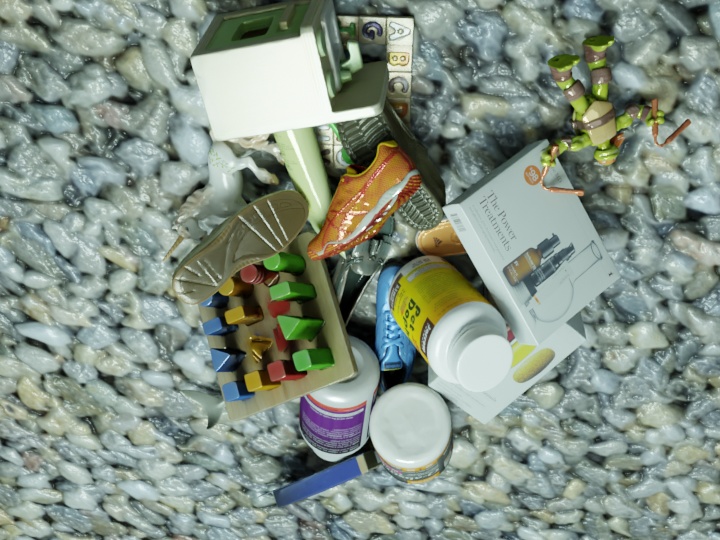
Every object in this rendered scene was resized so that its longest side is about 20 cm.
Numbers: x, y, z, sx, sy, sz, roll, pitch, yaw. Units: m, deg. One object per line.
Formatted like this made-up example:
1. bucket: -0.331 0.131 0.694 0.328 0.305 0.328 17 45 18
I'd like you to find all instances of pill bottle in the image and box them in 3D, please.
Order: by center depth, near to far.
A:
1. pill bottle: 0.115 0.069 1.227 0.107 0.200 0.111 -9 118 -18
2. pill bottle: 0.077 0.241 1.384 0.114 0.119 0.201 -3 158 6
3. pill bottle: -0.033 0.191 1.389 0.110 0.114 0.202 6 140 -1

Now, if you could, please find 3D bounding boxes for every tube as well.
1. tube: -0.063 -0.109 1.224 0.051 0.059 0.203 -6 126 17

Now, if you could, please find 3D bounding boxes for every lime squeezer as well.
1. lime squeezer: -0.017 -0.135 1.226 0.070 0.038 0.203 14 132 35

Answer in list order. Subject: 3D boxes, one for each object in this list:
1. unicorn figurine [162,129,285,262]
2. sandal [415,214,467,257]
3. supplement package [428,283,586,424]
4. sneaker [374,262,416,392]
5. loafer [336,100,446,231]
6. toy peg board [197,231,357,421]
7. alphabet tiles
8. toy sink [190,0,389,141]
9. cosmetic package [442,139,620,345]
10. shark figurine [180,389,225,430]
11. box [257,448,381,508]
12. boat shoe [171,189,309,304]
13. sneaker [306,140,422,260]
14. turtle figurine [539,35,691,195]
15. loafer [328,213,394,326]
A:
1. unicorn figurine: -0.170 -0.102 1.246 0.134 0.074 0.204 12 110 3
2. sandal: 0.171 -0.044 1.260 0.203 0.060 0.080 -16 123 15
3. supplement package: 0.196 0.092 1.320 0.113 0.110 0.200 34 120 -18
4. sneaker: 0.051 0.087 1.349 0.064 0.079 0.204 4 123 3
5. loafer: 0.040 -0.142 1.193 0.075 0.068 0.202 -25 104 31
6. toy peg board: -0.132 0.074 1.273 0.196 0.098 0.204 -22 78 18
7. alphabet tiles: -0.019 -0.216 1.188 0.163 0.008 0.203 2 124 2
8. toy sink: -0.075 -0.239 1.093 0.195 0.131 0.114 -6 123 12
9. cosmetic package: 0.213 -0.034 1.190 0.150 0.051 0.202 -36 101 -20
10. shark figurine: -0.159 0.151 1.423 0.212 0.128 0.091 -24 96 39
11. box: -0.053 0.323 1.496 0.197 0.121 0.033 -25 80 20
12. boat shoe: -0.154 -0.036 1.210 0.199 0.065 0.073 -38 112 -5
13. sneaker: -0.003 -0.082 1.176 0.200 0.072 0.078 -43 75 34
14. turtle figurine: 0.288 -0.192 1.149 0.196 0.065 0.164 -22 117 2
15. loafer: 0.000 0.000 1.292 0.071 0.064 0.202 6 131 -30
